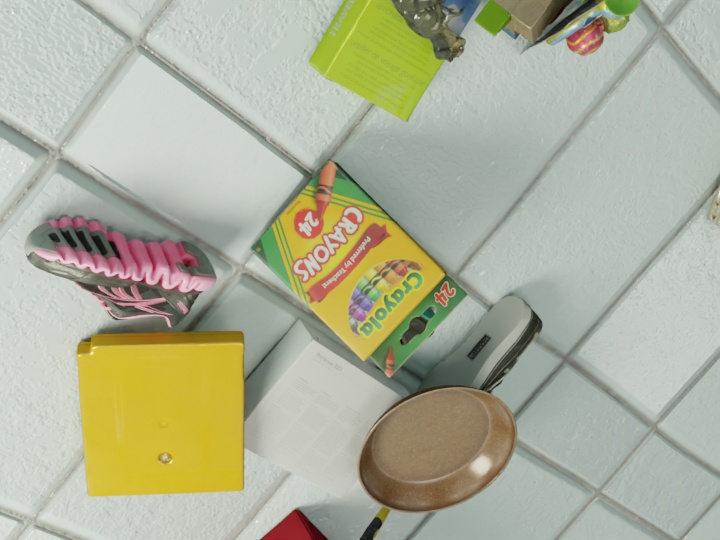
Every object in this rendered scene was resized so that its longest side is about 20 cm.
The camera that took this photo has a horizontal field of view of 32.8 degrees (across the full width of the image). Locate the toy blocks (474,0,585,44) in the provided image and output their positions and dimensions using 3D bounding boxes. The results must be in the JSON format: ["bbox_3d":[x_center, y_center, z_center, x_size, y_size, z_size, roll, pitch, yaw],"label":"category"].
[{"bbox_3d":[0.198,-0.302,1.217,0.201,0.100,0.137,-53,172,6],"label":"toy blocks"}]

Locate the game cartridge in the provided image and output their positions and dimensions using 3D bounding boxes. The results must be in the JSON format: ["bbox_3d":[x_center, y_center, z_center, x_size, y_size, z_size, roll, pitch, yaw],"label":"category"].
[{"bbox_3d":[-0.211,0.155,1.313,0.174,0.033,0.202,-1,119,-8],"label":"game cartridge"}]

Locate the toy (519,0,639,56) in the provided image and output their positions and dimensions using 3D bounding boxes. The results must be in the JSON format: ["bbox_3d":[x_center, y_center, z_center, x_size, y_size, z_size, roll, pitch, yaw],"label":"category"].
[{"bbox_3d":[0.237,-0.250,1.229,0.115,0.200,0.047,-36,92,-3],"label":"toy"}]

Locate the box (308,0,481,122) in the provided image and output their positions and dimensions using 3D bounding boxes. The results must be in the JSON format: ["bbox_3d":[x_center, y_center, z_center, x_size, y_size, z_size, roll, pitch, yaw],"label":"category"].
[{"bbox_3d":[0.049,-0.261,1.207,0.121,0.048,0.201,22,106,-38],"label":"box"}]

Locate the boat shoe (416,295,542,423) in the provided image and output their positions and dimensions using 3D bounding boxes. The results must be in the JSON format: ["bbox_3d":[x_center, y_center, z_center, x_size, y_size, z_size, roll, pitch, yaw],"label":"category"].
[{"bbox_3d":[0.147,0.124,1.497,0.200,0.071,0.064,-47,129,3],"label":"boat shoe"}]

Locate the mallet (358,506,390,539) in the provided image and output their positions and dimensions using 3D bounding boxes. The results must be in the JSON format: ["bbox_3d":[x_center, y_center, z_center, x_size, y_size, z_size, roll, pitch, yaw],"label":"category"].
[{"bbox_3d":[0.024,0.294,1.494,0.200,0.041,0.067,-42,137,-53],"label":"mallet"}]

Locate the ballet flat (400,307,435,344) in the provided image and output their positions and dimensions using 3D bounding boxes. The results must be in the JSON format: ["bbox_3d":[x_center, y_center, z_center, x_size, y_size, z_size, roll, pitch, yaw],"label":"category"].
[{"bbox_3d":[0.014,0.033,1.368,0.068,0.068,0.200,-39,130,11],"label":"ballet flat"}]

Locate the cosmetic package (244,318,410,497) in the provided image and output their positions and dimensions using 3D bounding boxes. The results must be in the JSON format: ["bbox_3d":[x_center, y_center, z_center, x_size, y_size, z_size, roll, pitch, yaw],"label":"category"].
[{"bbox_3d":[-0.046,0.165,1.428,0.151,0.052,0.200,-47,130,8],"label":"cosmetic package"}]

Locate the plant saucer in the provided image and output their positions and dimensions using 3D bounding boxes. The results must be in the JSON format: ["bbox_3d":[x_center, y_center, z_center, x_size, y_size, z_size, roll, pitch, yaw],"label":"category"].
[{"bbox_3d":[0.088,0.206,1.457,0.198,0.037,0.202,-8,127,-10],"label":"plant saucer"}]

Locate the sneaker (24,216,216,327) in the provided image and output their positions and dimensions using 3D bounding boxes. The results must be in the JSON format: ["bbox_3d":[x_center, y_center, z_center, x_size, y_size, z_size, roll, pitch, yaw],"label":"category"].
[{"bbox_3d":[-0.244,0.012,1.212,0.198,0.079,0.096,15,123,-34],"label":"sneaker"}]

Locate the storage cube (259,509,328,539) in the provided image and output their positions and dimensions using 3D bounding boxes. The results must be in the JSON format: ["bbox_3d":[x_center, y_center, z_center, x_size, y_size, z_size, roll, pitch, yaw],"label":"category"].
[{"bbox_3d":[-0.066,0.442,1.513,0.200,0.180,0.171,-41,131,0],"label":"storage cube"}]

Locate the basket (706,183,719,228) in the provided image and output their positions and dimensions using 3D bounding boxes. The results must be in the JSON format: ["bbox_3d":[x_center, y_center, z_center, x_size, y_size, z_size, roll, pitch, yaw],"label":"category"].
[{"bbox_3d":[0.573,-0.109,1.524,0.196,0.161,0.202,0,121,-29],"label":"basket"}]

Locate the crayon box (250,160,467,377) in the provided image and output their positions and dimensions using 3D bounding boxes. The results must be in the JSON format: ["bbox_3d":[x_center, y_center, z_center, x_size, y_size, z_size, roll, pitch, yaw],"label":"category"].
[{"bbox_3d":[0.000,0.000,1.267,0.200,0.051,0.127,43,96,3],"label":"crayon box"}]

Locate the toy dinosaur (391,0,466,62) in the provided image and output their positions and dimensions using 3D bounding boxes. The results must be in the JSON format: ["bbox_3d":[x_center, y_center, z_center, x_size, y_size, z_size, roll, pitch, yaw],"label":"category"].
[{"bbox_3d":[0.056,-0.274,1.146,0.088,0.048,0.199,-45,125,12],"label":"toy dinosaur"}]
